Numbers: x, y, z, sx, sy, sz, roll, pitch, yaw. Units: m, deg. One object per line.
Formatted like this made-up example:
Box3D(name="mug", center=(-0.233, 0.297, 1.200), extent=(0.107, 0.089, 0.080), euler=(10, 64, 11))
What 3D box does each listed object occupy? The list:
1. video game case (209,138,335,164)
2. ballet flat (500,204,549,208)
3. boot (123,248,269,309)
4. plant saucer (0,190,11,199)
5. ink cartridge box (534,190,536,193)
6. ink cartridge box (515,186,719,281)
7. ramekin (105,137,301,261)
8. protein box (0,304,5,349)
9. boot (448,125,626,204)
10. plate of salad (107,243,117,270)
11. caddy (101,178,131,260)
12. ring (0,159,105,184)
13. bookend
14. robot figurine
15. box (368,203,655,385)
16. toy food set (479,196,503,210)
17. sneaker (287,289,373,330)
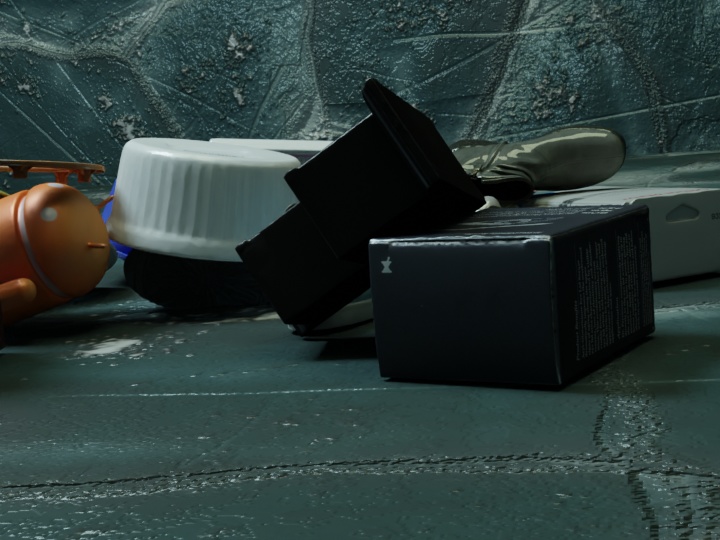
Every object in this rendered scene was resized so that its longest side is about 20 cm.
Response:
Box3D(name="video game case", center=(-0.095, -0.072, 1.547), extent=(0.143, 0.200, 0.018), euler=(1, 53, -3))
Box3D(name="ballet flat", center=(0.157, -0.033, 1.369), extent=(0.068, 0.072, 0.200), euler=(42, -21, -29))
Box3D(name="boot", center=(-0.154, -0.012, 1.472), extent=(0.164, 0.066, 0.200), euler=(8, 14, -1))
Box3D(name="plant saucer", center=(-0.424, -0.024, 1.381), extent=(0.199, 0.031, 0.200), euler=(-22, -30, -14))
Box3D(name="ink cartridge box", center=(0.094, -0.072, 1.536), extent=(0.200, 0.050, 0.109), euler=(-28, 15, 12))
Box3D(name="ink cartridge box", center=(0.257, -0.038, 1.406), extent=(0.145, 0.084, 0.200), euler=(-8, 7, -30))
Box3D(name="ramekin", center=(-0.150, -0.073, 1.378), extent=(0.200, 0.098, 0.200), euler=(6, 10, -1))
Box3D(name="protein box", center=(-0.416, -0.012, 1.145), extent=(0.198, 0.201, 0.135), euler=(-4, 8, 1))
Box3D(name="boot", center=(0.171, -0.094, 1.403), extent=(0.199, 0.068, 0.131), euler=(-5, 19, 9))
Box3D(name="plate of salad", center=(-0.369, -0.022, 1.527), extent=(0.199, 0.048, 0.200), euler=(-6, -18, -2))
Box3D(name="caddy", center=(-0.239, -0.043, 1.651), extent=(0.141, 0.105, 0.200), euler=(19, 9, 2))
Box3D(name="ring", center=(-0.345, -0.094, 1.322), extent=(0.200, 0.019, 0.200), euler=(1, 2, 0))
Box3D(name="bookend", center=(-0.020, -0.040, 1.085), extent=(0.200, 0.092, 0.199), euler=(-36, -11, 11))
Box3D(name="robot figurine", center=(-0.324, -0.014, 1.318), extent=(0.199, 0.117, 0.144), euler=(-20, -7, 14))
Box3D(name="box", center=(0.118, 0.013, 1.036), extent=(0.148, 0.105, 0.200), euler=(0, 9, 33))
Box3D(name="toy food set", center=(0.102, -0.028, 1.277), extent=(0.143, 0.061, 0.200), euler=(26, -10, -33))
Box3D(name="sneaker", center=(0.000, 0.000, 1.274), extent=(0.074, 0.082, 0.200), euler=(1, 9, 28))
